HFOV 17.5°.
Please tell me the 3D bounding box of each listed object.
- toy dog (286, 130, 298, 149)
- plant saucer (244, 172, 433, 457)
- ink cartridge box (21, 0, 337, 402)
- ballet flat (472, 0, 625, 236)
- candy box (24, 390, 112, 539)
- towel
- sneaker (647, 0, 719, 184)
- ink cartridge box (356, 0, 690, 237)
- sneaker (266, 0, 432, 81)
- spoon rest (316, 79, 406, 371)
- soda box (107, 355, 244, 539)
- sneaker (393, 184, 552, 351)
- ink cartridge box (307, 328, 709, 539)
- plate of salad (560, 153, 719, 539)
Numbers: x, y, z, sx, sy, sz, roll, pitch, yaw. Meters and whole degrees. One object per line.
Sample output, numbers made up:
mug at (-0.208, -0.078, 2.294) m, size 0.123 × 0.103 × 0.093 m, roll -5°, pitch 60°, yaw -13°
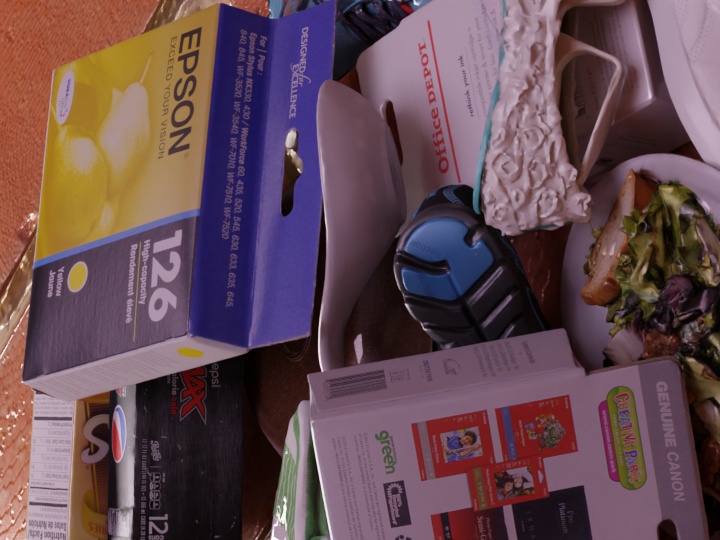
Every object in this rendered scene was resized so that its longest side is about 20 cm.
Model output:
toy dog at (-0.115, -0.105, 1.433) m, size 0.200 × 0.132 × 0.097 m, roll -7°, pitch 112°, yaw 41°
plant saucer at (-0.024, 0.031, 1.335) m, size 0.200 × 0.037 × 0.201 m, roll -3°, pitch 87°, yaw 62°
ink cartridge box at (-0.103, -0.042, 1.284) m, size 0.200 × 0.047 × 0.198 m, roll -18°, pitch 60°, yaw 43°
ballet flat at (0.098, -0.114, 1.130) m, size 0.072 × 0.072 × 0.201 m, roll 7°, pitch 91°, yaw 50°
candy box at (-0.139, 0.071, 1.433) m, size 0.055 × 0.115 × 0.201 m, roll -5°, pitch 81°, yaw 51°
towel at (-0.044, 0.188, 1.239) m, size 0.153 × 0.023 × 0.201 m, roll -94°, pitch 17°, yaw -62°
sneaker at (0.200, -0.125, 1.095) m, size 0.115 × 0.074 × 0.201 m, roll -34°, pitch 65°, yaw 38°
ink cartridge box at (0.091, -0.098, 1.223) m, size 0.200 × 0.067 × 0.117 m, roll -27°, pitch 65°, yaw 43°
sneaker at (0.020, -0.162, 1.307) m, size 0.200 × 0.079 × 0.096 m, roll -50°, pitch 53°, yaw 34°
spoon rest at (0.000, 0.000, 1.217) m, size 0.060 × 0.099 × 0.201 m, roll -12°, pitch 100°, yaw 8°
soda box at (-0.108, 0.061, 1.373) m, size 0.063 × 0.071 × 0.201 m, roll 171°, pitch 101°, yaw -68°
sneaker at (0.077, 0.048, 1.194) m, size 0.073 × 0.082 × 0.201 m, roll -15°, pitch 109°, yaw 13°
ink cartridge box at (0.077, 0.139, 1.123) m, size 0.084 × 0.175 × 0.201 m, roll -99°, pitch 0°, yaw -78°
plate of salad at (0.151, 0.045, 1.113) m, size 0.200 × 0.048 × 0.201 m, roll 29°, pitch 126°, yaw 49°
